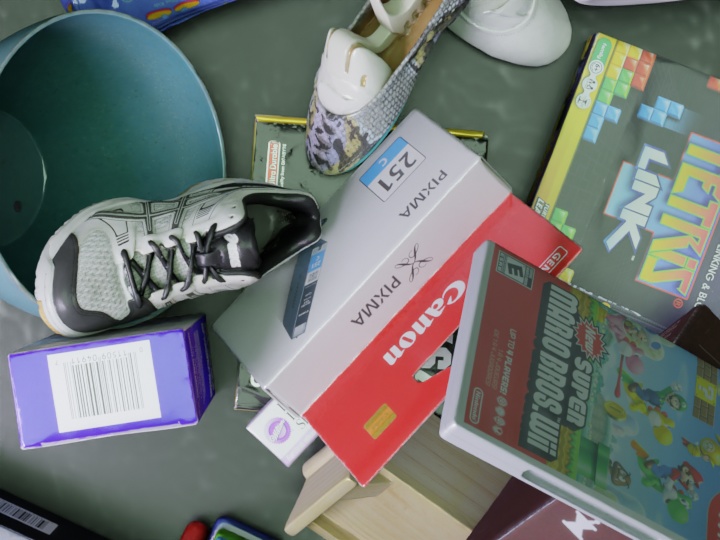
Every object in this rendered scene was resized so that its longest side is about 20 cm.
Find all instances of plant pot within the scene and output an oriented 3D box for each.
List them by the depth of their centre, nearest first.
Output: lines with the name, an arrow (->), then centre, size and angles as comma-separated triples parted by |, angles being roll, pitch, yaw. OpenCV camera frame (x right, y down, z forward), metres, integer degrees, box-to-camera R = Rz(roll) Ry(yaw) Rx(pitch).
plant pot -> -0.206, -0.063, 1.303 | 0.135, 0.200, 0.200 | -1, 92, 44

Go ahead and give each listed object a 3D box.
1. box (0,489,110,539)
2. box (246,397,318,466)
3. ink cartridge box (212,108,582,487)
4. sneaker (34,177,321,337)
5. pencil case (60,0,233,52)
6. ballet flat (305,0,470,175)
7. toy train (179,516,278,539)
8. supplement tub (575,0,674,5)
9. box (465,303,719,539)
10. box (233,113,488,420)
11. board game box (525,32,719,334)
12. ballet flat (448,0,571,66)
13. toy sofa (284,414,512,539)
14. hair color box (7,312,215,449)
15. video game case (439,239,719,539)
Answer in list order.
box -> -0.262, 0.244, 1.338 | 0.200, 0.104, 0.182 | 24, 92, -1
box -> 0.007, 0.043, 1.320 | 0.041, 0.039, 0.200 | 44, 91, 0
ink cartridge box -> 0.018, 0.011, 1.258 | 0.200, 0.176, 0.045 | -47, 127, 1
sneaker -> -0.108, -0.016, 1.244 | 0.200, 0.088, 0.076 | -28, 111, -41
pencil case -> -0.105, -0.208, 1.341 | 0.200, 0.078, 0.087 | -20, 69, 1
ballet flat -> 0.014, -0.155, 1.292 | 0.072, 0.072, 0.200 | 35, 98, -1
toy train -> -0.116, 0.268, 1.333 | 0.085, 0.116, 0.200 | 25, 91, -1
supplement tub -> 0.195, -0.280, 1.309 | 0.145, 0.145, 0.200 | -6, 91, 0
box -> 0.188, 0.163, 1.265 | 0.166, 0.200, 0.164 | 45, 134, -1
box -> 0.000, 0.000, 1.363 | 0.160, 0.049, 0.200 | 5, 91, -2
board game box -> 0.197, -0.038, 1.359 | 0.165, 0.057, 0.200 | 20, 91, 0
ballet flat -> 0.061, -0.211, 1.349 | 0.200, 0.069, 0.069 | 43, 91, -2
toy sofa -> 0.058, 0.175, 1.336 | 0.200, 0.098, 0.083 | 36, 133, -11
hair color box -> -0.154, 0.068, 1.286 | 0.109, 0.200, 0.065 | -8, 93, 0
video game case -> 0.142, 0.081, 1.159 | 0.200, 0.143, 0.017 | 29, 136, -16
